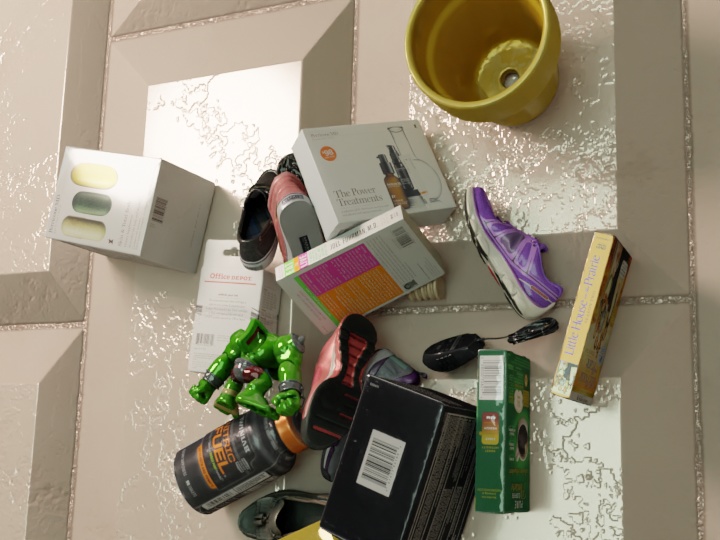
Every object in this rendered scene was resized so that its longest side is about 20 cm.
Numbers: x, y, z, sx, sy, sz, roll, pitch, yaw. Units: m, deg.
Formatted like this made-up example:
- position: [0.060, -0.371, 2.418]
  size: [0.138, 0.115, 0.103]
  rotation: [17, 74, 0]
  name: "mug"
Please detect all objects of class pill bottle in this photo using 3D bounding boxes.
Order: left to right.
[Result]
- position: [-0.165, 0.264, 1.465]
  size: [0.198, 0.106, 0.108]
  rotation: [-31, 68, 17]
  name: "pill bottle"

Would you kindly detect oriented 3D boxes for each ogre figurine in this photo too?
- position: [-0.145, 0.140, 1.410]
  size: [0.199, 0.098, 0.121]
  rotation: [-17, 44, 56]
  name: "ogre figurine"

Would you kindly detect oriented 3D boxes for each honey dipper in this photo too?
- position: [0.027, 0.030, 1.461]
  size: [0.197, 0.038, 0.039]
  rotation: [-5, 77, 29]
  name: "honey dipper"

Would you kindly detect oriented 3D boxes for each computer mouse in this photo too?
- position: [0.174, 0.102, 1.359]
  size: [0.197, 0.059, 0.035]
  rotation: [-16, 103, 28]
  name: "computer mouse"

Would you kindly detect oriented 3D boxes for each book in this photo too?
- position: [0.000, 0.000, 1.383]
  size: [0.198, 0.134, 0.049]
  rotation: [-25, 48, 17]
  name: "book"

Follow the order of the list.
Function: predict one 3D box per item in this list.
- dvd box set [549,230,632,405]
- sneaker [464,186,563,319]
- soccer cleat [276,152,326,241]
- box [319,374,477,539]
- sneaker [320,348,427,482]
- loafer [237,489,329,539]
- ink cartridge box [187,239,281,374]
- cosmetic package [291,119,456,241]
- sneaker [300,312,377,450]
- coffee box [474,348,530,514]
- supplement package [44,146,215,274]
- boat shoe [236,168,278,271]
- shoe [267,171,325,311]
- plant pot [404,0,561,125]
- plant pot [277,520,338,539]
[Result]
- position: [0.289, 0.064, 1.260]
  size: [0.029, 0.146, 0.203]
  rotation: [15, 85, 25]
  name: "dvd box set"
- position: [0.205, -0.031, 1.374]
  size: [0.083, 0.081, 0.202]
  rotation: [-30, 74, 0]
  name: "sneaker"
- position: [-0.063, -0.080, 1.513]
  size: [0.067, 0.073, 0.203]
  rotation: [-22, 90, 20]
  name: "soccer cleat"
- position: [0.066, 0.256, 1.300]
  size: [0.122, 0.198, 0.203]
  rotation: [17, 87, 31]
  name: "box"
- position: [0.017, 0.213, 1.407]
  size: [0.087, 0.074, 0.203]
  rotation: [26, 91, 23]
  name: "sneaker"
- position: [-0.096, 0.346, 1.438]
  size: [0.197, 0.063, 0.073]
  rotation: [-11, 74, 24]
  name: "loafer"
- position: [-0.187, 0.060, 1.538]
  size: [0.114, 0.068, 0.204]
  rotation: [3, 81, 25]
  name: "ink cartridge box"
- position: [0.019, -0.130, 1.411]
  size: [0.052, 0.197, 0.153]
  rotation: [-53, 54, 51]
  name: "cosmetic package"
- position: [-0.035, 0.160, 1.385]
  size: [0.087, 0.073, 0.202]
  rotation: [-40, 24, 56]
  name: "sneaker"
- position: [0.183, 0.207, 1.297]
  size: [0.043, 0.123, 0.204]
  rotation: [-3, 80, 24]
  name: "coffee box"
- position: [-0.365, -0.096, 1.611]
  size: [0.197, 0.150, 0.155]
  rotation: [10, 84, 27]
  name: "supplement package"
- position: [-0.148, -0.092, 1.505]
  size: [0.069, 0.067, 0.202]
  rotation: [0, 47, 14]
  name: "boat shoe"
- position: [-0.084, -0.040, 1.454]
  size: [0.070, 0.203, 0.091]
  rotation: [-15, 36, -6]
  name: "shoe"
- position: [0.182, -0.284, 1.360]
  size: [0.197, 0.188, 0.205]
  rotation: [-5, 77, 24]
  name: "plant pot"
- position: [-0.039, 0.437, 1.328]
  size: [0.198, 0.199, 0.179]
  rotation: [-27, 60, 19]
  name: "plant pot"
